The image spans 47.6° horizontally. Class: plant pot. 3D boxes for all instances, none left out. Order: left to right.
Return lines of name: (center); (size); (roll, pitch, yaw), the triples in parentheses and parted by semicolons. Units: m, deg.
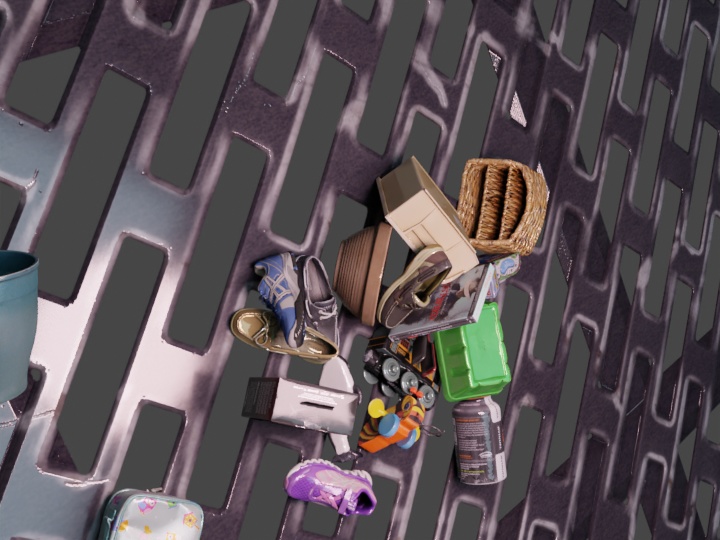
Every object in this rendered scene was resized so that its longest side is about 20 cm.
plant pot: (-0.544, 0.085, 1.136); (0.199, 0.199, 0.190); (-12, 108, -35)
plant pot: (0.000, 0.000, 1.555); (0.092, 0.201, 0.202); (10, 78, 3)

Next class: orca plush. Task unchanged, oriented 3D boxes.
orca plush: (-0.029, 0.258, 1.555); (0.071, 0.105, 0.201); (-9, 79, -69)

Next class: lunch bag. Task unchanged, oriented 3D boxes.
lunch bag: (-0.348, 0.451, 1.306); (0.160, 0.077, 0.202); (21, 75, -31)

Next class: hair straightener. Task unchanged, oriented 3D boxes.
hair straightener: (0.118, 0.121, 1.634); (0.077, 0.041, 0.201); (47, 28, -24)

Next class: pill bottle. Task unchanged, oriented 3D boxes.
pill bottle: (0.249, 0.341, 1.725); (0.106, 0.106, 0.202); (-5, 89, -36)

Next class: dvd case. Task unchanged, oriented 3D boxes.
dvd case: (0.155, 0.062, 1.569); (0.022, 0.199, 0.146); (52, 44, -26)

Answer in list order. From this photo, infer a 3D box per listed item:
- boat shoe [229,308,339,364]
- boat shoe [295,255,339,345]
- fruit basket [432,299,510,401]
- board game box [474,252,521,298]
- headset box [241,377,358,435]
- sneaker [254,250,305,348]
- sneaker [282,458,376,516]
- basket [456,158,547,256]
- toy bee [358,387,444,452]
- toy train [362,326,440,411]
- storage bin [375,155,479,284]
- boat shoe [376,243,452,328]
boat shoe: (-0.136, 0.118, 1.473); (0.200, 0.063, 0.074); (25, 74, -15)
boat shoe: (-0.075, 0.067, 1.537); (0.071, 0.068, 0.202); (-18, 97, -35)
fruit basket: (0.222, 0.162, 1.684); (0.154, 0.215, 0.217); (-6, 90, -19)
board game box: (0.233, 0.015, 1.680); (0.199, 0.199, 0.062); (-18, 100, -36)
headset box: (-0.104, 0.234, 1.409); (0.148, 0.200, 0.076); (15, 77, -21)
sneaker: (-0.141, 0.056, 1.453); (0.076, 0.076, 0.201); (-8, 50, -10)
sneaker: (-0.048, 0.410, 1.506); (0.199, 0.089, 0.081); (18, 108, -32)
basket: (0.309, -0.141, 1.784); (0.148, 0.142, 0.202); (22, 74, -33)
toy bee: (0.086, 0.286, 1.573); (0.131, 0.199, 0.109); (57, 38, -41)
toy train: (0.087, 0.199, 1.640); (0.200, 0.085, 0.115); (39, 56, -27)
storage bin: (0.133, -0.101, 1.615); (0.093, 0.200, 0.199); (-36, 114, 12)
boat shoe: (0.101, 0.042, 1.529); (0.071, 0.201, 0.066); (9, 36, -42)
